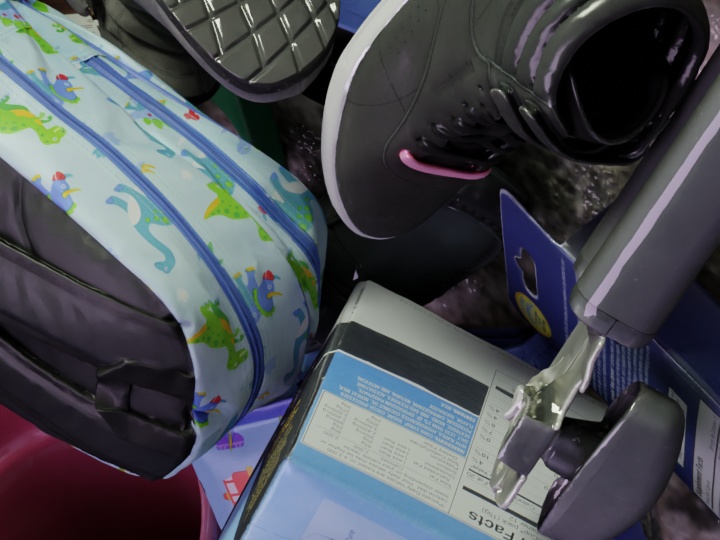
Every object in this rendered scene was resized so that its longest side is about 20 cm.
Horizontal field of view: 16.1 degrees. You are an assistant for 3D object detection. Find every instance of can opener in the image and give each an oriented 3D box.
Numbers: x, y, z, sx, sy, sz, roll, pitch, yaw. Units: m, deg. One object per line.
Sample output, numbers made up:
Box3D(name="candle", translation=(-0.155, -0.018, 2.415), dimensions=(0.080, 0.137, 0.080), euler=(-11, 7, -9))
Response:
Box3D(name="can opener", translation=(0.107, 0.009, 0.869), dimensions=(0.067, 0.053, 0.200), euler=(29, 116, -6))

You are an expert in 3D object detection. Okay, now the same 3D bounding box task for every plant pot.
Box3D(name="plant pot", translation=(-0.121, 0.167, 1.248), dimensions=(0.200, 0.200, 0.179), euler=(25, 166, 35))

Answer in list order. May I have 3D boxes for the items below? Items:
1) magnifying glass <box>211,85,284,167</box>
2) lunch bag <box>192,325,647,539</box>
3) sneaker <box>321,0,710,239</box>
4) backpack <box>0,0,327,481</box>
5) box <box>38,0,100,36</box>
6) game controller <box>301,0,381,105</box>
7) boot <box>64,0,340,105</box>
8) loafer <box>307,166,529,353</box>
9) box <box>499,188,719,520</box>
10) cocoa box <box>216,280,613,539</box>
Box3D(name="magnifying glass", translation=(-0.063, -0.095, 1.103), dimensions=(0.080, 0.022, 0.200), euler=(36, 142, 25))
Box3D(name="lunch bag", translation=(0.039, 0.104, 1.110), dimensions=(0.200, 0.094, 0.151), euler=(-9, 110, 43))
Box3D(name="sneaker", translation=(0.049, -0.058, 0.881), dimensions=(0.200, 0.071, 0.099), euler=(-57, 40, 38))
Box3D(name="backpack", translation=(-0.112, -0.011, 1.002), dimensions=(0.200, 0.154, 0.163), euler=(43, 137, 29))
Box3D(name="box", translation=(-0.157, -0.035, 1.196), dimensions=(0.200, 0.075, 0.100), euler=(-56, 48, 53))
Box3D(name="game controller", translation=(0.008, -0.136, 0.965), dimensions=(0.104, 0.042, 0.200), euler=(32, 141, 28))
Box3D(name="boot", translation=(-0.066, -0.109, 1.012), dimensions=(0.200, 0.070, 0.132), euler=(56, 162, 33))
Box3D(name="loafer", translation=(0.000, 0.000, 1.057), dimensions=(0.068, 0.070, 0.200), euler=(36, 152, -20))
Box3D(name="box", translation=(0.128, 0.050, 0.945), dimensions=(0.200, 0.032, 0.121), euler=(46, 168, 20))
Box3D(name="cocoa box", translation=(0.004, 0.135, 1.013), dimensions=(0.133, 0.131, 0.200), euler=(27, 123, -2))
